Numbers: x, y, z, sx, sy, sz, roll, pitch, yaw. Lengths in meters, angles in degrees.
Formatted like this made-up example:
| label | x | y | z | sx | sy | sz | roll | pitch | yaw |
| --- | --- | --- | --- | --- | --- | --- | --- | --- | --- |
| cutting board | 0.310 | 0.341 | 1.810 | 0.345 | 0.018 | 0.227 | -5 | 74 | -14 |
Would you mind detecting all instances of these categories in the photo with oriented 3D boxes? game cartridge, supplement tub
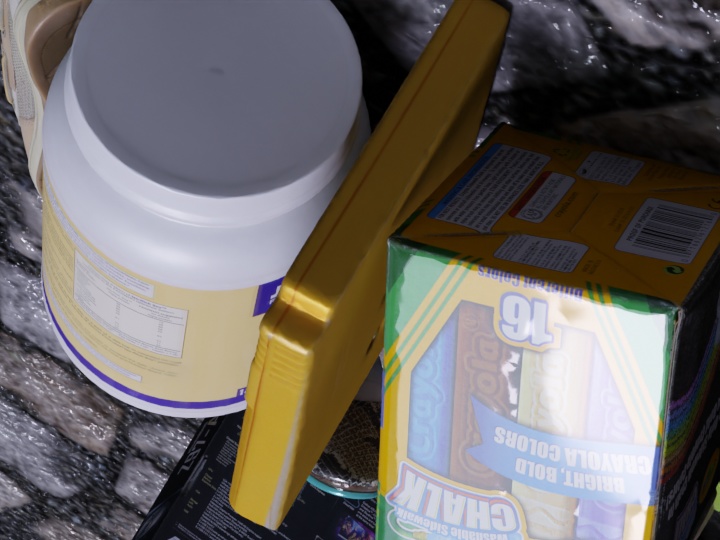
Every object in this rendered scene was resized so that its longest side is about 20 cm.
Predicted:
| label | x | y | z | sx | sy | sz | roll | pitch | yaw |
| --- | --- | --- | --- | --- | --- | --- | --- | --- | --- |
| game cartridge | 0.000 | 0.000 | 0.904 | 0.032 | 0.177 | 0.200 | 26 | 152 | 8 |
| supplement tub | -0.072 | -0.036 | 0.950 | 0.145 | 0.146 | 0.200 | 28 | 152 | 6 |

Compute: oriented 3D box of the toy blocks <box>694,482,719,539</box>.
| label | x | y | z | sx | sy | sz | roll | pitch | yaw |
| --- | --- | --- | --- | --- | --- | --- | --- | --- | --- |
| toy blocks | 0.091 | 0.050 | 1.005 | 0.199 | 0.100 | 0.138 | 10 | 135 | 34 |

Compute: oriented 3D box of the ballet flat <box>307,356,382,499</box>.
| label | x | y | z | sx | sy | sz | roll | pitch | yaw |
| --- | --- | --- | --- | --- | --- | --- | --- | --- | --- |
| ballet flat | -0.018 | 0.056 | 1.072 | 0.067 | 0.076 | 0.200 | 11 | -174 | -10 |

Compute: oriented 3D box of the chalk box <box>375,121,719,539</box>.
| label | x | y | z | sx | sy | sz | roll | pitch | yaw |
| --- | --- | --- | --- | --- | --- | --- | --- | --- | --- |
| chalk box | 0.085 | 0.062 | 0.888 | 0.123 | 0.125 | 0.202 | 15 | 121 | 20 |

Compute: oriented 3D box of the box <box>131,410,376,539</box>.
| label | x | y | z | sx | sy | sz | roll | pitch | yaw |
| --- | --- | --- | --- | --- | --- | --- | --- | --- | --- |
| box | -0.012 | 0.152 | 1.186 | 0.199 | 0.161 | 0.043 | 37 | 151 | -13 |

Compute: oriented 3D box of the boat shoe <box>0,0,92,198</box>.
| label | x | y | z | sx | sy | sz | roll | pitch | yaw |
| --- | --- | --- | --- | --- | --- | --- | --- | --- | --- |
| boat shoe | -0.140 | -0.097 | 1.019 | 0.065 | 0.072 | 0.200 | 61 | 167 | 22 |
